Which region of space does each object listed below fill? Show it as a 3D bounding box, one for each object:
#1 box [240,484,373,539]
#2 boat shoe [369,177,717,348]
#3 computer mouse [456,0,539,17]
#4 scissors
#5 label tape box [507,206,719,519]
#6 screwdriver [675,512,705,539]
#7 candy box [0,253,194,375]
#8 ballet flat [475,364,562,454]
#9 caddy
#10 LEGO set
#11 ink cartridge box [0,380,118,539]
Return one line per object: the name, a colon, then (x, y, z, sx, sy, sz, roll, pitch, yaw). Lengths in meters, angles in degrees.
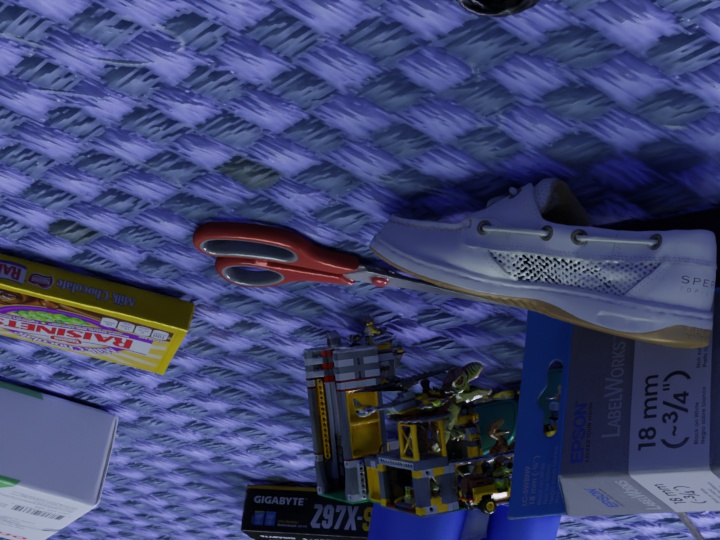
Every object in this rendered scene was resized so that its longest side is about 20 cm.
box: (0.007, 0.249, 1.338, 0.200, 0.049, 0.160, 0, 156, 19)
boat shoe: (0.094, -0.013, 0.737, 0.200, 0.069, 0.071, 14, -176, 36)
computer mouse: (0.058, -0.149, 0.505, 0.059, 0.034, 0.200, -6, 161, -7)
scissors: (0.000, 0.000, 0.851, 0.200, 0.014, 0.073, 7, 153, 8)
label tape box: (0.153, 0.050, 0.751, 0.200, 0.144, 0.063, -11, 148, 36)
screwdriver: (0.194, 0.140, 0.923, 0.028, 0.200, 0.029, -39, 110, 6)
candy box: (-0.218, 0.023, 0.963, 0.200, 0.026, 0.102, 15, 158, -12)
ballet flat: (0.135, 0.105, 0.979, 0.067, 0.068, 0.200, 15, 165, -22)
caddy: (0.080, 0.187, 1.103, 0.141, 0.105, 0.200, 12, 175, -5)
LEGO set: (0.048, 0.083, 0.909, 0.154, 0.116, 0.200, -6, 180, -16)
ink cartridge box: (-0.312, 0.165, 1.225, 0.146, 0.084, 0.200, 19, 153, -21)
